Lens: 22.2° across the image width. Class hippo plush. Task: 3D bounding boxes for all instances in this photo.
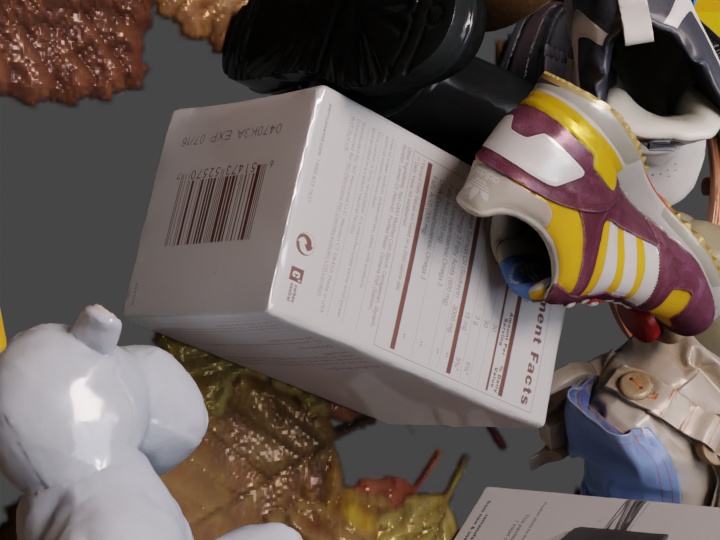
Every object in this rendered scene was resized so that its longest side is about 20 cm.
[{"bbox_3d":[-0.132,0.112,0.826,0.200,0.159,0.161,9,52,-57],"label":"hippo plush"}]

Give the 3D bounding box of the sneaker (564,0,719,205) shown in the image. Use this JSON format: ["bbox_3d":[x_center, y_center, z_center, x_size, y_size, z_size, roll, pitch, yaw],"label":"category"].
[{"bbox_3d":[0.153,-0.082,0.978,0.130,0.079,0.199,-91,175,-47],"label":"sneaker"}]

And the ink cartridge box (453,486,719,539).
[{"bbox_3d":[0.159,0.202,1.028,0.144,0.200,0.084,53,56,-29],"label":"ink cartridge box"}]

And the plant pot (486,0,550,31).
[{"bbox_3d":[0.030,-0.252,0.952,0.200,0.186,0.187,28,70,-25],"label":"plant pot"}]

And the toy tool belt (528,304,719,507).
[{"bbox_3d":[0.155,0.093,1.075,0.123,0.125,0.200,-34,136,-15],"label":"toy tool belt"}]

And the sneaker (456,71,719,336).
[{"bbox_3d":[0.114,-0.012,0.932,0.090,0.075,0.200,-48,131,-6],"label":"sneaker"}]

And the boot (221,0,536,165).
[{"bbox_3d":[0.041,-0.096,0.934,0.162,0.198,0.073,22,77,-34],"label":"boot"}]

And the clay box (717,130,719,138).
[{"bbox_3d":[0.310,-0.078,1.266,0.115,0.048,0.200,-59,137,-27],"label":"clay box"}]

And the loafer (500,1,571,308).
[{"bbox_3d":[0.118,-0.066,1.089,0.072,0.063,0.200,21,75,-41],"label":"loafer"}]

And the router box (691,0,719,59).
[{"bbox_3d":[0.210,-0.205,1.147,0.149,0.051,0.200,31,48,-39],"label":"router box"}]

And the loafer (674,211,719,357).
[{"bbox_3d":[0.228,0.041,1.149,0.076,0.068,0.200,-62,148,-21],"label":"loafer"}]

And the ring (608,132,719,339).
[{"bbox_3d":[0.193,-0.047,1.165,0.200,0.019,0.201,-14,107,-54],"label":"ring"}]

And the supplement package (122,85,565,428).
[{"bbox_3d":[0.000,0.000,0.940,0.200,0.117,0.117,26,70,-41],"label":"supplement package"}]

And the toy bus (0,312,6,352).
[{"bbox_3d":[-0.247,0.031,0.745,0.200,0.065,0.078,-21,102,-41],"label":"toy bus"}]
